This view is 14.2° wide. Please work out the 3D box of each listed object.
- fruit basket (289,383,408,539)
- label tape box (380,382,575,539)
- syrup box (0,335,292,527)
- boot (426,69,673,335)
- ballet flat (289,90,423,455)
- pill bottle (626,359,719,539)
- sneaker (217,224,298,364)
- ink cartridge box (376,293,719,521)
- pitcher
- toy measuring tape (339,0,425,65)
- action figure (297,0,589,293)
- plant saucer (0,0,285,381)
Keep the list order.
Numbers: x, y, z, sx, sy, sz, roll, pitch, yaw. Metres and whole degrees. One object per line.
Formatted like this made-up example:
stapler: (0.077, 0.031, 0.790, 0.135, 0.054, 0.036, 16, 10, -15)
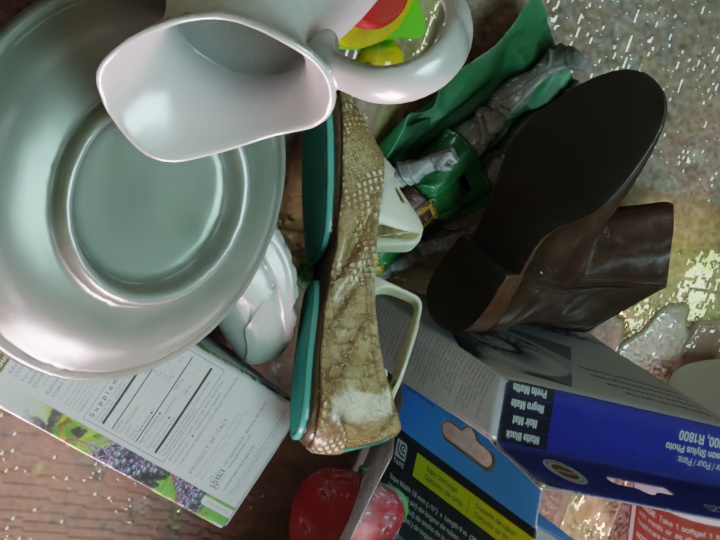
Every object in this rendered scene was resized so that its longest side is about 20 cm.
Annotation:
fruit basket: (-0.014, 0.172, 1.586, 0.094, 0.185, 0.200, 29, 99, -2)
label tape box: (0.068, 0.168, 1.655, 0.063, 0.144, 0.200, -1, 113, -36)
syrup box: (-0.133, 0.050, 1.491, 0.200, 0.079, 0.082, 32, 92, -42)
boot: (0.142, -0.034, 1.608, 0.186, 0.064, 0.200, -46, 156, 23)
ballet flat: (0.000, 0.000, 1.525, 0.065, 0.071, 0.200, 6, 79, -13)
pill bottle: (0.222, 0.162, 1.788, 0.112, 0.112, 0.200, -12, 120, -31)
sneaker: (-0.101, -0.027, 1.489, 0.099, 0.078, 0.200, -30, 118, -13)
ink cartridge box: (0.117, 0.074, 1.607, 0.199, 0.200, 0.041, 13, 104, -41)
pitcher: (-0.018, -0.149, 1.344, 0.121, 0.171, 0.200, 72, 26, -45)
toy measuring tape: (-0.019, -0.182, 1.471, 0.073, 0.074, 0.200, -27, 117, -23)
action figure: (0.046, -0.049, 1.593, 0.200, 0.055, 0.118, -39, 133, -9)
plant saucer: (-0.109, -0.039, 1.388, 0.200, 0.050, 0.201, -11, 109, -34)
